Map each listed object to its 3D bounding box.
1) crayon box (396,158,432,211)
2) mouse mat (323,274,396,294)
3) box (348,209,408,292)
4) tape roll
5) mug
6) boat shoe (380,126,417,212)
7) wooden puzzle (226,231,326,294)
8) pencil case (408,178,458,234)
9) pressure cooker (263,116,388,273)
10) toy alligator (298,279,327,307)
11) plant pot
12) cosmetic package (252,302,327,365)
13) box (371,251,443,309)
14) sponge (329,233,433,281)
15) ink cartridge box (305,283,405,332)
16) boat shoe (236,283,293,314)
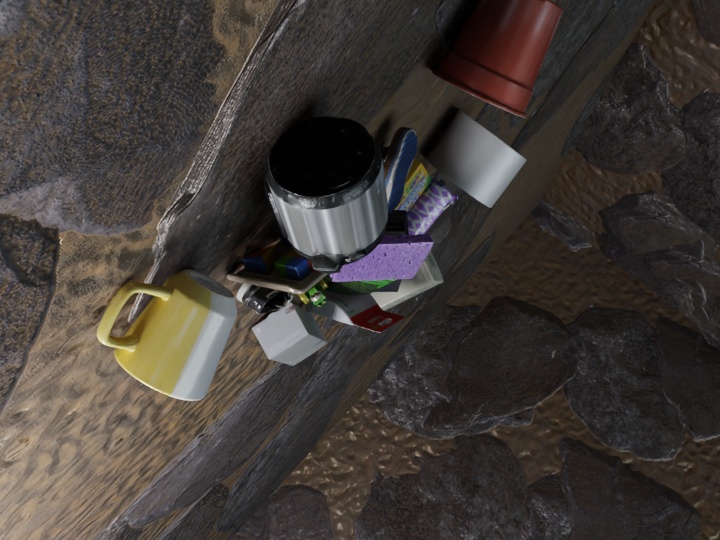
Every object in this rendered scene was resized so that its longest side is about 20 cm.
[{"bbox_3d":[0.094,-0.191,1.525,0.126,0.051,0.200,-52,165,5],"label":"crayon box"},{"bbox_3d":[0.000,0.000,1.463,0.198,0.008,0.160,21,143,-41],"label":"mouse mat"},{"bbox_3d":[0.038,-0.039,1.517,0.201,0.120,0.108,100,-11,-62],"label":"box"},{"bbox_3d":[0.270,-0.262,1.584,0.140,0.202,0.202,-54,165,15],"label":"tape roll"},{"bbox_3d":[-0.261,0.085,0.973,0.155,0.148,0.186,-59,171,3],"label":"mug"},{"bbox_3d":[0.054,-0.205,1.331,0.072,0.072,0.202,-37,155,-39],"label":"boat shoe"},{"bbox_3d":[-0.107,-0.032,1.145,0.199,0.183,0.047,-36,121,-38],"label":"wooden puzzle"},{"bbox_3d":[0.149,-0.128,1.642,0.201,0.085,0.084,-52,168,8],"label":"pencil case"},{"bbox_3d":[-0.043,-0.104,1.022,0.175,0.179,0.201,-37,148,-16],"label":"pressure cooker"},{"bbox_3d":[-0.090,0.050,1.376,0.059,0.055,0.200,-37,-164,-2],"label":"toy alligator"},{"bbox_3d":[0.263,-0.418,1.248,0.200,0.199,0.197,-19,138,-63],"label":"plant pot"},{"bbox_3d":[-0.152,0.144,1.492,0.106,0.091,0.200,-33,168,3],"label":"cosmetic package"},{"bbox_3d":[0.106,0.022,1.810,0.198,0.110,0.128,-26,171,16],"label":"box"},{"bbox_3d":[0.043,-0.025,1.368,0.197,0.030,0.112,-2,140,-30],"label":"sponge"},{"bbox_3d":[-0.007,0.084,1.601,0.160,0.197,0.051,-21,120,-61],"label":"ink cartridge box"},{"bbox_3d":[-0.165,0.047,1.306,0.074,0.060,0.200,-54,165,9],"label":"boat shoe"}]
